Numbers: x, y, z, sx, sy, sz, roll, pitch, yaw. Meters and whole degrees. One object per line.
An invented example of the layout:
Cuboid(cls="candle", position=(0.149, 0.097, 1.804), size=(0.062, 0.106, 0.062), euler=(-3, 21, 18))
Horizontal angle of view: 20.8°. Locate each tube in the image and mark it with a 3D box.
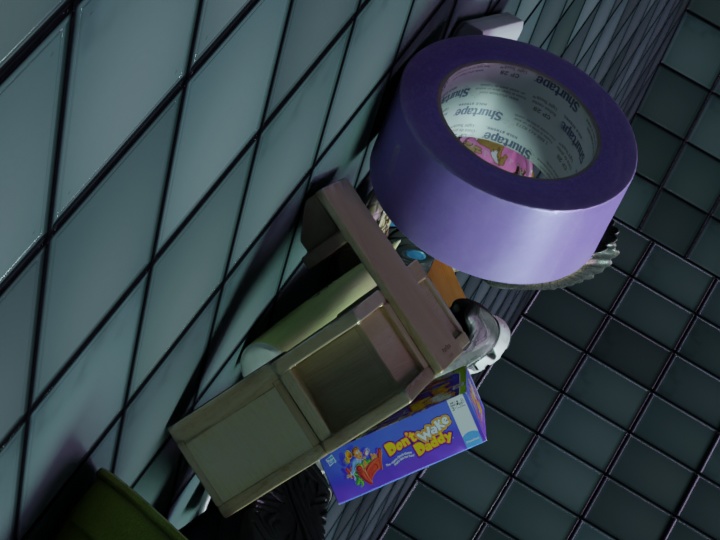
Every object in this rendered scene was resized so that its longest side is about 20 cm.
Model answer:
Cuboid(cls="tube", position=(-0.028, 0.041, 1.617), size=(0.058, 0.052, 0.200), euler=(-10, -162, 35))

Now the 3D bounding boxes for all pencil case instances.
Cuboid(cls="pencil case", position=(0.107, -0.074, 1.901), size=(0.200, 0.086, 0.083), euler=(123, -44, -76))

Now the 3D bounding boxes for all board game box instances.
Cuboid(cls="board game box", position=(0.039, 0.138, 1.689), size=(0.134, 0.045, 0.200), euler=(-23, -178, 4))

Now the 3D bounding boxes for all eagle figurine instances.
Cuboid(cls="eagle figurine", position=(0.165, -0.032, 2.052), size=(0.152, 0.199, 0.151), euler=(-53, 168, -49))

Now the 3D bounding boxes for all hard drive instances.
Cuboid(cls="hard drive", position=(0.090, -0.166, 1.755), size=(0.132, 0.027, 0.200), euler=(-62, 172, 15))

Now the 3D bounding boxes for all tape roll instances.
Cuboid(cls="tape roll", position=(0.113, -0.090, 1.553), size=(0.200, 0.199, 0.085), euler=(-51, 169, -47))

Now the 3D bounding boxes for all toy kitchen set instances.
Cuboid(cls="toy kitchen set", position=(-0.047, 0.049, 1.495), size=(0.180, 0.164, 0.200), euler=(-33, 180, 19))

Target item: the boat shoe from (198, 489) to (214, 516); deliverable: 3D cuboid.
Cuboid(cls="boat shoe", position=(-0.075, 0.151, 1.695), size=(0.201, 0.073, 0.065), euler=(-62, 176, 6))

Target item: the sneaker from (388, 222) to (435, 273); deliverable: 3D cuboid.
Cuboid(cls="sneaker", position=(0.044, -0.042, 1.817), size=(0.200, 0.073, 0.082), euler=(114, -7, -69))

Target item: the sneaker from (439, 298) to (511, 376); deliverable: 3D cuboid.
Cuboid(cls="sneaker", position=(0.049, 0.096, 1.858), size=(0.200, 0.067, 0.091), euler=(-41, 142, -2))

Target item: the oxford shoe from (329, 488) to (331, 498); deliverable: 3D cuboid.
Cuboid(cls="oxford shoe", position=(-0.066, 0.228, 2.013), size=(0.072, 0.073, 0.200), euler=(-61, 172, 9))

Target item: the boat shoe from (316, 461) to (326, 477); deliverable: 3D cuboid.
Cuboid(cls="boat shoe", position=(-0.052, 0.204, 1.822), size=(0.200, 0.057, 0.067), euler=(92, -15, -65))

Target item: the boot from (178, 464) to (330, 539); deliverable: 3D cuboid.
Cuboid(cls="boot", position=(-0.110, 0.233, 1.533), size=(0.168, 0.077, 0.200), euler=(-38, -170, 15))

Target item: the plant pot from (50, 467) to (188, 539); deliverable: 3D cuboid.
Cuboid(cls="plant pot", position=(-0.164, 0.265, 1.249), size=(0.193, 0.200, 0.201), euler=(-45, 168, -14))

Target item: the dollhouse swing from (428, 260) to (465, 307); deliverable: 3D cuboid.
Cuboid(cls="dollhouse swing", position=(-0.012, 0.081, 1.970), size=(0.182, 0.175, 0.201), euler=(-113, -143, -45))

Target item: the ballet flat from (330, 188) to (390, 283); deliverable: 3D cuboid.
Cuboid(cls="ballet flat", position=(0.000, 0.000, 1.716), size=(0.067, 0.046, 0.201), euler=(-53, 169, -40))
